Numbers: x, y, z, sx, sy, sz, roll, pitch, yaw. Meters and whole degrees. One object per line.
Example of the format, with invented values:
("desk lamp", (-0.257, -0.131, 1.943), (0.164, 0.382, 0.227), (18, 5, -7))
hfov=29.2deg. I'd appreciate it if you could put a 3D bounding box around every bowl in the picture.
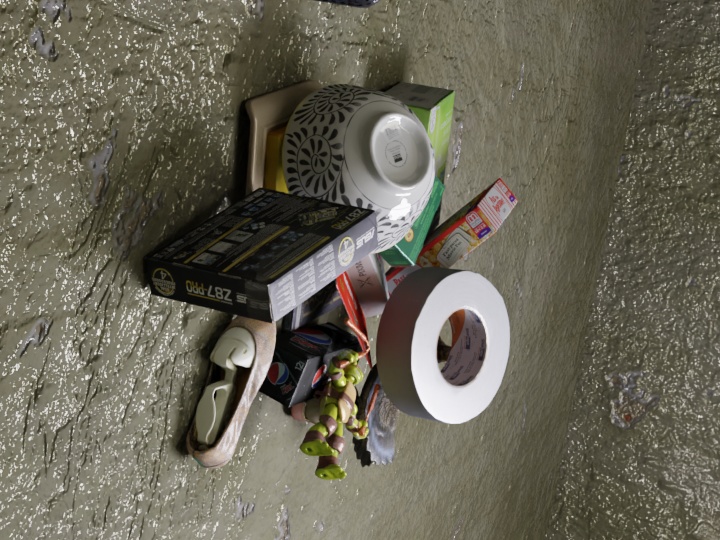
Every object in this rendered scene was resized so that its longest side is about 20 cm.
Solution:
("bowl", (0.019, -0.125, 1.558), (0.199, 0.094, 0.203), (8, 76, -35))

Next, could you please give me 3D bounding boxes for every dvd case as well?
("dvd case", (-0.045, -0.014, 1.821), (0.200, 0.016, 0.150), (-25, 126, -64))

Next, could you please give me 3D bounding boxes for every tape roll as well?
("tape roll", (0.111, 0.098, 1.818), (0.199, 0.066, 0.203), (-7, 100, -45))

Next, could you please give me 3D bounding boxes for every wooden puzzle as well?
("wooden puzzle", (-0.082, -0.110, 1.615), (0.185, 0.037, 0.202), (-33, 127, -61))

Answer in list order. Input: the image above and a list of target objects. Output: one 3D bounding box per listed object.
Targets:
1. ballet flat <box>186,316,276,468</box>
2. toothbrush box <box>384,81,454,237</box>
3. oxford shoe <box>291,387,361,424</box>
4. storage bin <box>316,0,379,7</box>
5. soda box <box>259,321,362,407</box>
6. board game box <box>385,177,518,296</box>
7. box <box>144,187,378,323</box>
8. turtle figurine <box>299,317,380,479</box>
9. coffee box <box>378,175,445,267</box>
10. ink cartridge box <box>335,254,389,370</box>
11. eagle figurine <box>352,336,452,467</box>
("ballet flat", (-0.148, 0.126, 1.568), (0.067, 0.067, 0.202), (32, 71, -61))
("toothbrush box", (0.066, -0.147, 1.915), (0.146, 0.085, 0.202), (-44, 144, -67))
("oxford shoe", (-0.031, 0.186, 1.890), (0.200, 0.073, 0.072), (-2, 104, -72))
("storage bin", (-0.066, -0.340, 1.309), (0.094, 0.198, 0.137), (30, 74, -67))
("soda box", (-0.064, 0.117, 1.765), (0.071, 0.063, 0.200), (-68, 162, 12))
("board game box", (0.119, -0.035, 1.925), (0.200, 0.046, 0.152), (-39, -177, 25))
("box", (-0.099, -0.021, 1.431), (0.200, 0.160, 0.050), (-37, 129, -49))
("turtle figurine", (-0.030, 0.166, 1.719), (0.201, 0.064, 0.162), (82, 21, -47))
("coffee box", (0.018, -0.109, 1.668), (0.200, 0.044, 0.124), (43, 59, -39))
("ink cartridge box", (0.000, 0.000, 1.756), (0.201, 0.043, 0.175), (69, 9, -52))
("eagle figurine", (0.052, 0.171, 1.916), (0.200, 0.151, 0.152), (-41, 133, -9))
